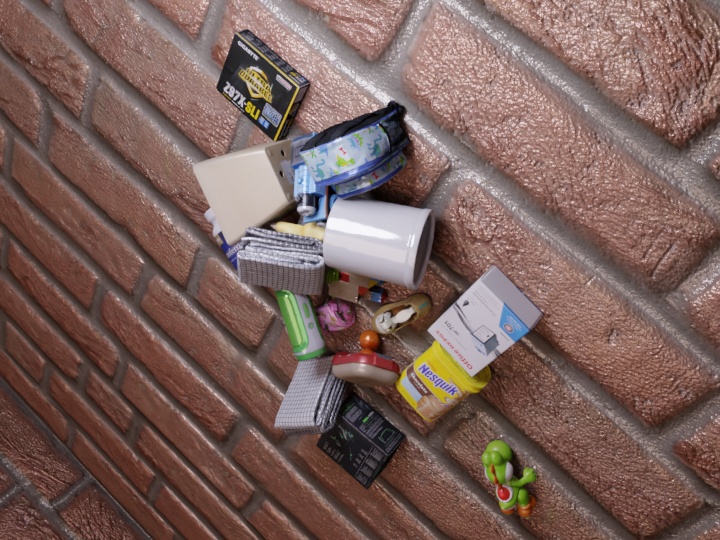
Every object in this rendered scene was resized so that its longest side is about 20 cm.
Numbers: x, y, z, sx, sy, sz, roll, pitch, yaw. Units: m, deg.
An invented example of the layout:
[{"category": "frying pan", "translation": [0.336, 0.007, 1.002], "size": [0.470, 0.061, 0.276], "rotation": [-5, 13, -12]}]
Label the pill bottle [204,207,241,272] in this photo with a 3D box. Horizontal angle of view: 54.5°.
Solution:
[{"category": "pill bottle", "translation": [-0.303, -0.085, 1.779], "size": [0.116, 0.116, 0.200], "rotation": [-33, 92, 43]}]

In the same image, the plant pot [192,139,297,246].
[{"category": "plant pot", "translation": [-0.227, -0.200, 1.615], "size": [0.176, 0.200, 0.201], "rotation": [-20, 99, 28]}]

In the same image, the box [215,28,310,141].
[{"category": "box", "translation": [-0.224, -0.417, 1.583], "size": [0.200, 0.049, 0.160], "rotation": [43, 134, 9]}]

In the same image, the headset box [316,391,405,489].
[{"category": "headset box", "translation": [-0.007, 0.451, 1.871], "size": [0.200, 0.093, 0.175], "rotation": [36, 131, 15]}]

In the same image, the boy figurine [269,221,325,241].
[{"category": "boy figurine", "translation": [-0.153, -0.078, 1.610], "size": [0.199, 0.065, 0.124], "rotation": [-17, 137, 40]}]

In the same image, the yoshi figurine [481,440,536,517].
[{"category": "yoshi figurine", "translation": [0.345, 0.479, 1.646], "size": [0.201, 0.112, 0.112], "rotation": [62, 174, -27]}]

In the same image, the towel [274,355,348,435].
[{"category": "towel", "translation": [-0.121, 0.328, 1.819], "size": [0.086, 0.201, 0.165], "rotation": [40, 144, -29]}]

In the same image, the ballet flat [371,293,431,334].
[{"category": "ballet flat", "translation": [0.080, 0.109, 1.637], "size": [0.200, 0.063, 0.069], "rotation": [-35, 91, 43]}]

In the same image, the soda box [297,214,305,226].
[{"category": "soda box", "translation": [-0.125, -0.067, 1.691], "size": [0.068, 0.064, 0.200], "rotation": [37, 130, 14]}]

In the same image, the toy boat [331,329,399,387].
[{"category": "toy boat", "translation": [0.014, 0.210, 1.713], "size": [0.130, 0.131, 0.200], "rotation": [20, 161, -24]}]

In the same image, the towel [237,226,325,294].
[{"category": "towel", "translation": [-0.176, -0.020, 1.574], "size": [0.199, 0.086, 0.166], "rotation": [9, 156, -2]}]

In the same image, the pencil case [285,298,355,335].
[{"category": "pencil case", "translation": [-0.105, 0.125, 1.771], "size": [0.199, 0.083, 0.087], "rotation": [-22, 91, 42]}]

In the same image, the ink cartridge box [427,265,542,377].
[{"category": "ink cartridge box", "translation": [0.262, 0.111, 1.490], "size": [0.146, 0.086, 0.200], "rotation": [46, 131, 7]}]

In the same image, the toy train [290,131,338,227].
[{"category": "toy train", "translation": [-0.096, -0.198, 1.524], "size": [0.086, 0.114, 0.201], "rotation": [-8, 74, 42]}]

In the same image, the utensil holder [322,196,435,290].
[{"category": "utensil holder", "translation": [0.040, -0.064, 1.471], "size": [0.199, 0.170, 0.171], "rotation": [13, 123, 14]}]

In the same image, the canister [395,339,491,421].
[{"category": "canister", "translation": [0.187, 0.250, 1.623], "size": [0.149, 0.086, 0.200], "rotation": [47, 134, 6]}]

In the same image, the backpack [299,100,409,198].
[{"category": "backpack", "translation": [-0.009, -0.233, 1.421], "size": [0.182, 0.200, 0.148], "rotation": [-13, 106, 39]}]

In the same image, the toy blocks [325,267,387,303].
[{"category": "toy blocks", "translation": [0.000, 0.000, 1.629], "size": [0.136, 0.100, 0.201], "rotation": [14, 123, 16]}]

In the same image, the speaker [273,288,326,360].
[{"category": "speaker", "translation": [-0.147, 0.112, 1.691], "size": [0.088, 0.088, 0.201], "rotation": [-14, 95, 40]}]
